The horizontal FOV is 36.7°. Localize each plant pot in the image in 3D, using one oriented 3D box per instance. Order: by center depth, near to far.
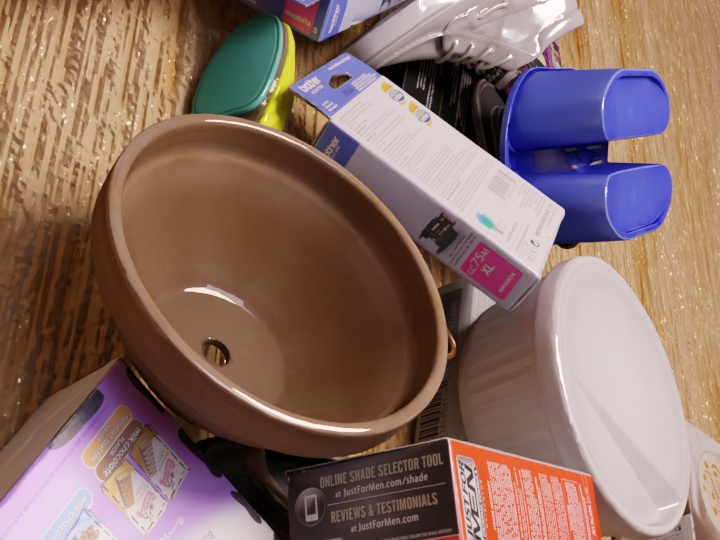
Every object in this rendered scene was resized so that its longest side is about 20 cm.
[{"bbox_3d":[-0.059,0.022,0.576,0.200,0.093,0.202,25,39,-22],"label":"plant pot"}]

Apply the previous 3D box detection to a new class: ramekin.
[{"bbox_3d":[0.151,0.098,0.781,0.202,0.094,0.204,32,47,-42],"label":"ramekin"}]

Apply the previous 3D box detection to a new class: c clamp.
[{"bbox_3d":[0.140,-0.075,0.928,0.199,0.027,0.172,20,53,-51],"label":"c clamp"}]

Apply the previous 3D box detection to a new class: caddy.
[{"bbox_3d":[0.175,-0.093,0.870,0.199,0.104,0.143,-14,102,-56],"label":"caddy"}]

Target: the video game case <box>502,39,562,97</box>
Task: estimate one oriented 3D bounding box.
[{"bbox_3d":[0.122,-0.242,0.984,0.181,0.036,0.201,44,30,-27],"label":"video game case"}]

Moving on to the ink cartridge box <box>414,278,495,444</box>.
[{"bbox_3d":[0.120,0.126,0.850,0.200,0.047,0.161,44,40,-35],"label":"ink cartridge box"}]

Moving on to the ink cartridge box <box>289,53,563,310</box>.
[{"bbox_3d":[0.043,-0.067,0.743,0.200,0.042,0.119,39,30,0],"label":"ink cartridge box"}]

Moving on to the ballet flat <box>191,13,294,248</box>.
[{"bbox_3d":[-0.080,-0.080,0.707,0.067,0.066,0.201,61,33,-43],"label":"ballet flat"}]

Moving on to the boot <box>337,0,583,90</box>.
[{"bbox_3d":[0.085,-0.180,0.840,0.199,0.074,0.096,-33,102,-11],"label":"boot"}]

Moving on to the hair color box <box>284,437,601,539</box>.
[{"bbox_3d":[0.055,0.142,0.607,0.200,0.101,0.062,25,54,-54],"label":"hair color box"}]

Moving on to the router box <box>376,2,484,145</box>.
[{"bbox_3d":[0.073,-0.149,0.938,0.149,0.051,0.201,42,42,-31],"label":"router box"}]

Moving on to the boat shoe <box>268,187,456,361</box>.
[{"bbox_3d":[0.000,0.001,0.710,0.200,0.067,0.072,54,39,-38],"label":"boat shoe"}]

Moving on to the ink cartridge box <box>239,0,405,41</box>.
[{"bbox_3d":[-0.042,-0.223,0.801,0.119,0.042,0.200,30,32,14],"label":"ink cartridge box"}]

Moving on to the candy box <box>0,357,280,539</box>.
[{"bbox_3d":[-0.108,0.174,0.504,0.200,0.071,0.168,52,37,-16],"label":"candy box"}]

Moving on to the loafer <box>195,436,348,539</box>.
[{"bbox_3d":[-0.014,0.143,0.647,0.199,0.063,0.072,27,50,-41],"label":"loafer"}]

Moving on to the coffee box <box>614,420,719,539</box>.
[{"bbox_3d":[0.282,0.245,0.945,0.114,0.079,0.201,32,47,-37],"label":"coffee box"}]
